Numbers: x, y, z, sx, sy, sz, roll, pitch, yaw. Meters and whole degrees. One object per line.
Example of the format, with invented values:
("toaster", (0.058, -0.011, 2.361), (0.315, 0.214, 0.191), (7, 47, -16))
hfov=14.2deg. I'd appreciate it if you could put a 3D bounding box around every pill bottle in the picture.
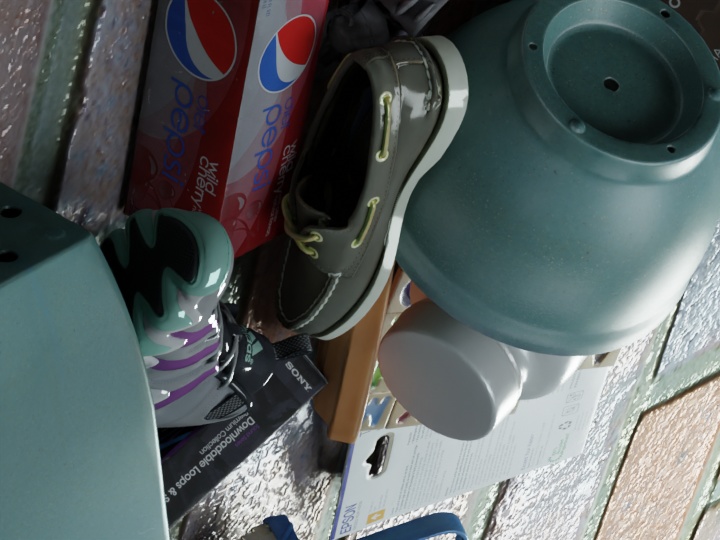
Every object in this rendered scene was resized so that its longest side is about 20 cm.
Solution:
("pill bottle", (0.098, 0.004, 1.668), (0.200, 0.111, 0.111), (-46, 152, -33))

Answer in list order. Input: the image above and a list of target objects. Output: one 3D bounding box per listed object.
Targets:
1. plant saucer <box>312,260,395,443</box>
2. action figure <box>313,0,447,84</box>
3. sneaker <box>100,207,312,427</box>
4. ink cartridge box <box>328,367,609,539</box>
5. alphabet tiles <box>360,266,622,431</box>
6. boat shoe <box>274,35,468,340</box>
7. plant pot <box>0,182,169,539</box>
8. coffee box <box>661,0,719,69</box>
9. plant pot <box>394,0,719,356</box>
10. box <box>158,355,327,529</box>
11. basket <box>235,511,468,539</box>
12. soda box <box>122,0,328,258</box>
("plant saucer", (0.000, 0.000, 1.681), (0.200, 0.032, 0.201), (-169, -90, -87))
("action figure", (0.038, -0.163, 1.581), (0.130, 0.069, 0.200), (-21, -169, 46))
("sneaker", (-0.080, 0.030, 1.530), (0.140, 0.078, 0.200), (8, 154, -30))
("ink cartridge box", (0.071, 0.086, 1.913), (0.200, 0.043, 0.196), (-16, 149, -19))
("alphabet tiles", (0.094, 0.031, 1.810), (0.200, 0.008, 0.167), (-5, 132, -31))
("boat shoe", (-0.009, -0.042, 1.539), (0.060, 0.072, 0.202), (-4, 136, -35))
("plant pot", (-0.190, 0.064, 1.440), (0.141, 0.141, 0.200), (-30, 135, -40))
("coffee box", (0.210, -0.139, 1.777), (0.113, 0.080, 0.200), (-59, 166, 12))
("plant pot", (0.117, -0.072, 1.565), (0.200, 0.200, 0.134), (-34, 167, -35))
("box", (-0.121, 0.123, 1.636), (0.200, 0.036, 0.143), (-40, -173, -26))
("basket", (-0.027, 0.235, 1.850), (0.200, 0.139, 0.176), (-11, 137, -13))
("soda box", (-0.068, -0.104, 1.519), (0.063, 0.070, 0.200), (-30, 143, -44))
